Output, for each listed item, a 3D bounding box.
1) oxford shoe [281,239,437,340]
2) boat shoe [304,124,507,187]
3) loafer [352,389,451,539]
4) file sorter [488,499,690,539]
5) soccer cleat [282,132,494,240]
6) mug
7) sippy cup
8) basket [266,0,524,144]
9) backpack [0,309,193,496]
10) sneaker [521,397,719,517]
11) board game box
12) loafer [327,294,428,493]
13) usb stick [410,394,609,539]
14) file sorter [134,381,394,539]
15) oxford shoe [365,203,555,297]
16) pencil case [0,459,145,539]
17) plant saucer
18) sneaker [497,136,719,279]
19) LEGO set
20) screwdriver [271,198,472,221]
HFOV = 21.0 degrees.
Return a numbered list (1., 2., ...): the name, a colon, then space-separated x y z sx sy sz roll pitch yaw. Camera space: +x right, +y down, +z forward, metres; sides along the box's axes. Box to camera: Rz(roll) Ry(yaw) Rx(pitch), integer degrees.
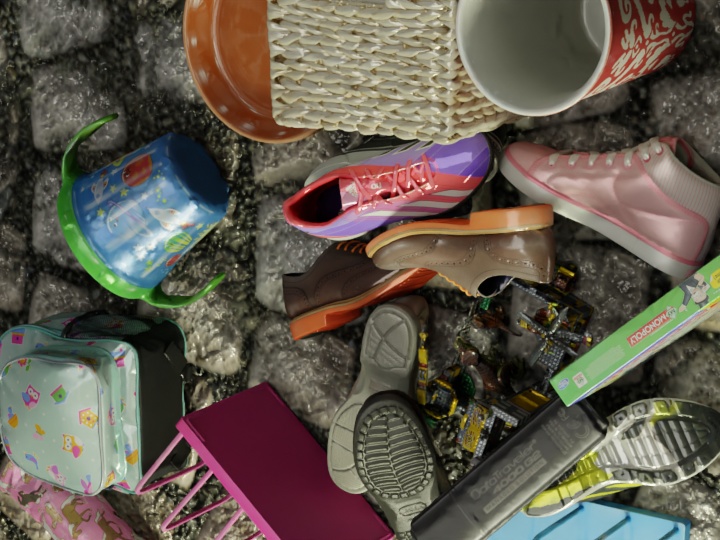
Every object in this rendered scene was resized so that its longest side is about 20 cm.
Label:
1. oxford shoe: 0.000 0.000 1.791 0.199 0.071 0.073 -26 81 34
2. boat shoe: 0.043 -0.097 1.746 0.199 0.064 0.071 -12 127 29
3. loafer: 0.040 0.178 1.761 0.073 0.072 0.201 -11 127 9
4. file sorter: 0.172 0.282 1.710 0.199 0.122 0.140 9 106 30
5. soccer cleat: 0.024 -0.073 1.667 0.199 0.073 0.069 -19 79 34
6. mug: 0.185 -0.222 1.542 0.133 0.200 0.179 18 109 29
7. sippy cup: -0.202 -0.062 1.878 0.130 0.178 0.140 -32 39 23
8. basket: 0.046 -0.207 1.637 0.197 0.200 0.162 9 108 31
9. backpack: -0.283 0.131 1.957 0.199 0.153 0.177 11 112 38
10. sneaker: 0.222 0.157 1.682 0.199 0.085 0.075 -17 85 15
11. board game box: 0.261 0.035 1.589 0.200 0.134 0.029 -40 79 33
12. loafer: 0.025 0.115 1.809 0.072 0.063 0.201 26 117 20
13. usb stick: 0.125 0.179 1.652 0.200 0.033 0.056 -42 76 14
14. file sorter: -0.099 0.236 1.865 0.200 0.139 0.126 49 123 14
15. oxford shoe: 0.082 -0.010 1.659 0.199 0.071 0.073 -8 90 46
16. pencil case: -0.291 0.261 2.027 0.200 0.083 0.087 42 137 18
17. plant saucer: -0.079 -0.220 1.815 0.199 0.032 0.202 7 104 32
18. sneaker: 0.218 -0.084 1.629 0.200 0.075 0.105 31 114 20
19. LEGO set: 0.113 0.082 1.704 0.154 0.116 0.201 37 118 21
20. screwdriver: 0.009 -0.057 1.740 0.199 0.029 0.028 0 133 30
